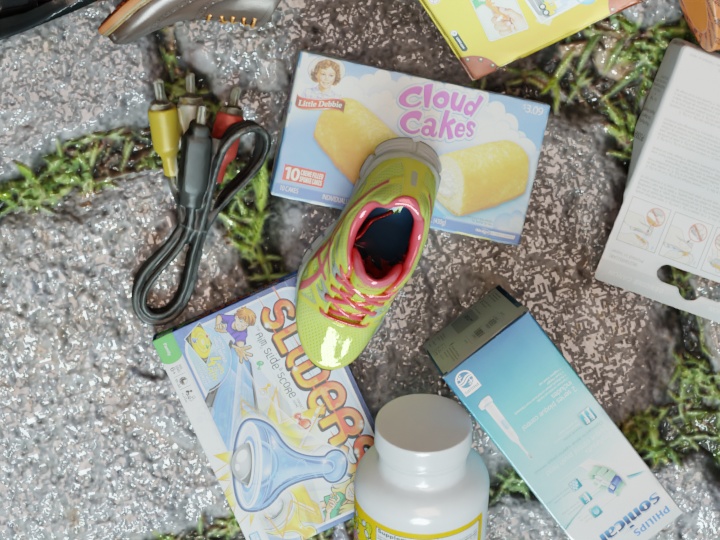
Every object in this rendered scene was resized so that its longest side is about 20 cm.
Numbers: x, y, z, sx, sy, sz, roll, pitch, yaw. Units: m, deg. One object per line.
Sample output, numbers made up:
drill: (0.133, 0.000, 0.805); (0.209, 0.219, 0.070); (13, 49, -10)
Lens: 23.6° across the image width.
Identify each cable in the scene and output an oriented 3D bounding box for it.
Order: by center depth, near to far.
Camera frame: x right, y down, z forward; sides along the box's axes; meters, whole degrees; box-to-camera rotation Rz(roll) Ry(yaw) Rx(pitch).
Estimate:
cable: (-0.131, -0.054, 1.369); (0.097, 0.050, 0.200); (4, 109, -22)

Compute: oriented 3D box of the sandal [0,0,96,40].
sandal: (-0.255, -0.209, 1.312); (0.200, 0.075, 0.048); (-21, 102, -1)

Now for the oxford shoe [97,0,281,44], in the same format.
oxford shoe: (-0.105, -0.213, 1.327); (0.200, 0.071, 0.073); (-26, 103, -1)

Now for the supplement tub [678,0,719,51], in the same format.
supplement tub: (0.349, -0.244, 1.329); (0.200, 0.123, 0.123); (-19, 98, -2)

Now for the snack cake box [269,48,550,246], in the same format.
snack cake box: (0.037, -0.097, 1.351); (0.200, 0.067, 0.115); (11, 97, -5)

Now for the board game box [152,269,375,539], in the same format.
board game box: (-0.064, 0.115, 1.386); (0.135, 0.034, 0.200); (-25, 98, -1)

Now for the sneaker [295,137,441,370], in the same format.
sneaker: (0.000, 0.000, 1.296); (0.078, 0.090, 0.200); (17, 119, -9)

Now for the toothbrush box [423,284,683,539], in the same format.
toothbrush box: (0.146, 0.121, 1.346); (0.085, 0.146, 0.200); (-37, 97, 1)

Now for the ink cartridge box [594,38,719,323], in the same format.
ink cartridge box: (0.292, -0.066, 1.389); (0.162, 0.057, 0.200); (19, 104, -6)

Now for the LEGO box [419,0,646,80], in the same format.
LEGO box: (0.100, -0.261, 1.273); (0.149, 0.077, 0.200); (-23, 122, 23)

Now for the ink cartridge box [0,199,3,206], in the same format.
ink cartridge box: (-0.391, -0.012, 1.322); (0.147, 0.083, 0.200); (34, 93, -8)

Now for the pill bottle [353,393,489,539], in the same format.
pill bottle: (0.046, 0.196, 1.334); (0.104, 0.104, 0.200); (-2, 123, -4)
